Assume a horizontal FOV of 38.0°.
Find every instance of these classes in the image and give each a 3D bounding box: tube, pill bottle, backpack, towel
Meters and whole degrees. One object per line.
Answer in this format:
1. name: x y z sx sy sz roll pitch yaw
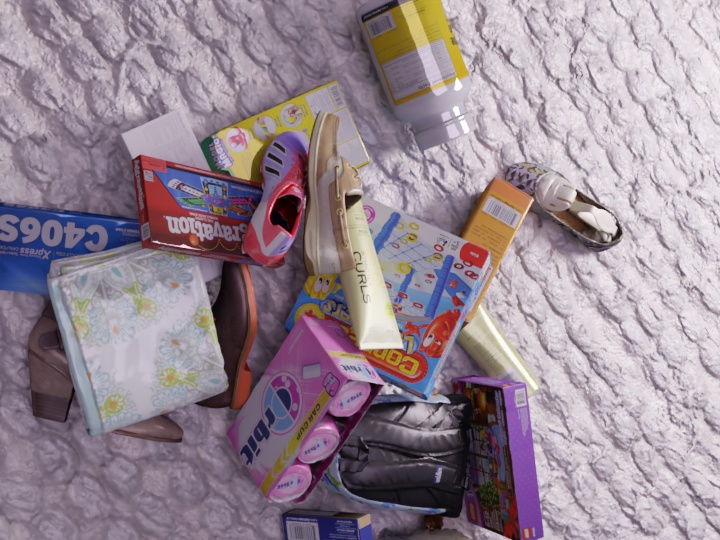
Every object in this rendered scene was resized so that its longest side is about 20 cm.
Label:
1. tube: 0.167 0.092 1.425 0.200 0.052 0.058 51 33 -7
2. pill bottle: 0.077 -0.264 1.355 0.111 0.112 0.201 -25 99 -21
3. backpack: 0.030 0.229 1.324 0.199 0.153 0.165 5 89 -44
4. tube: 0.000 0.000 1.259 0.058 0.052 0.202 -13 72 -8
5. towel: -0.247 0.067 1.167 0.170 0.048 0.202 -16 104 -21

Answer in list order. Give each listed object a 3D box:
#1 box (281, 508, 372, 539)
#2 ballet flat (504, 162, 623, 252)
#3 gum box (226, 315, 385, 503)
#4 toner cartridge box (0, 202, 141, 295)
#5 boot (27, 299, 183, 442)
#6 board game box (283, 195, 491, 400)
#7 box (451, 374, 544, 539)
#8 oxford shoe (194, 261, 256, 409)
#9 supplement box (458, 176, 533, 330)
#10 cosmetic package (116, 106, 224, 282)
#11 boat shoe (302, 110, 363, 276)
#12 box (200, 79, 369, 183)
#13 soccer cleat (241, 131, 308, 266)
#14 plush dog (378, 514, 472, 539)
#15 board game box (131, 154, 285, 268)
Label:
1. box: -0.033 0.401 1.299 0.032 0.120 0.202 -7 92 -55
2. ballet flat: 0.295 -0.093 1.467 0.199 0.072 0.072 32 78 -19
3. gum box: -0.071 0.169 1.239 0.066 0.114 0.201 12 118 -44
4. toner cartridge box: -0.320 -0.018 1.197 0.198 0.043 0.096 6 99 -12
5. boot: -0.289 0.112 1.220 0.198 0.070 0.148 15 83 -21
6. board game box: 0.035 0.030 1.313 0.199 0.056 0.197 24 78 11
7. box: 0.178 0.244 1.377 0.039 0.137 0.202 -8 92 -23
8. oxford shoe: -0.166 0.075 1.251 0.072 0.071 0.202 0 105 -18
9. supplement box: 0.154 -0.021 1.393 0.068 0.067 0.201 31 74 1
10. cosmetic package: -0.213 -0.087 1.264 0.082 0.051 0.201 -27 100 -17
11. boat shoe: -0.029 -0.090 1.221 0.066 0.074 0.202 1 75 2
12. box: -0.098 -0.147 1.316 0.199 0.048 0.118 -27 100 -23
13. soccer cleat: -0.085 -0.093 1.222 0.066 0.076 0.201 33 48 -23
14. plush dog: 0.108 0.426 1.364 0.198 0.161 0.173 -11 110 5
15. board game box: -0.169 -0.063 1.188 0.199 0.019 0.104 9 65 -49
